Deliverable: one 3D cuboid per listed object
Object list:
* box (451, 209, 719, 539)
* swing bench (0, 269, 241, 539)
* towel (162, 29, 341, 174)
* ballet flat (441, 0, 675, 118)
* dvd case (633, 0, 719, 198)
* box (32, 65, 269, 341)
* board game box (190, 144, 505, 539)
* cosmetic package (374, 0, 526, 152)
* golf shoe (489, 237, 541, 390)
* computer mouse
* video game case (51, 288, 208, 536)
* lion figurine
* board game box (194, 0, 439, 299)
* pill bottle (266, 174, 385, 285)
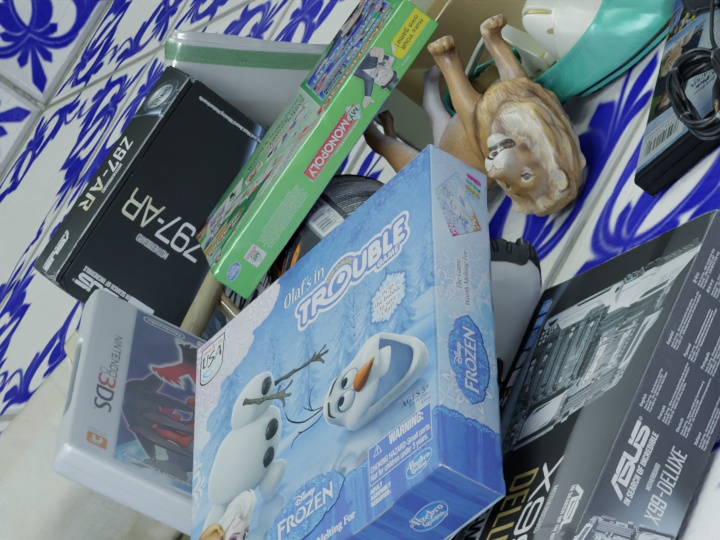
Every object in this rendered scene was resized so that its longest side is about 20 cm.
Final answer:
[{"bbox_3d":[0.107,0.082,1.224,0.158,0.050,0.201,-29,30,60],"label":"box"},{"bbox_3d":[-0.141,0.127,1.592,0.199,0.130,0.200,-49,-9,26],"label":"swing bench"},{"bbox_3d":[-0.081,-0.058,1.753,0.031,0.148,0.202,24,108,55],"label":"towel"},{"bbox_3d":[0.114,-0.133,1.593,0.200,0.070,0.068,-39,25,46],"label":"ballet flat"},{"bbox_3d":[0.213,-0.144,1.422,0.143,0.017,0.201,-41,21,41],"label":"dvd case"},{"bbox_3d":[-0.089,-0.013,1.709,0.161,0.200,0.043,-55,28,-2],"label":"box"},{"bbox_3d":[-0.011,0.071,1.278,0.200,0.043,0.200,-41,34,35],"label":"board game box"},{"bbox_3d":[0.080,-0.174,1.775,0.201,0.071,0.105,-56,15,2],"label":"cosmetic package"},{"bbox_3d":[0.051,0.068,1.351,0.201,0.077,0.095,109,159,-44],"label":"golf shoe"},{"bbox_3d":[0.194,-0.136,1.383,0.058,0.034,0.201,-24,36,33],"label":"computer mouse"},{"bbox_3d":[-0.069,0.098,1.435,0.023,0.199,0.183,-58,14,23],"label":"video game case"},{"bbox_3d":[0.068,-0.074,1.578,0.072,0.123,0.200,-22,-5,-22],"label":"lion figurine"},{"bbox_3d":[-0.030,-0.083,1.605,0.201,0.029,0.135,-55,13,4],"label":"board game box"},{"bbox_3d":[0.000,0.000,1.602,0.107,0.106,0.200,-55,15,3],"label":"pill bottle"}]
